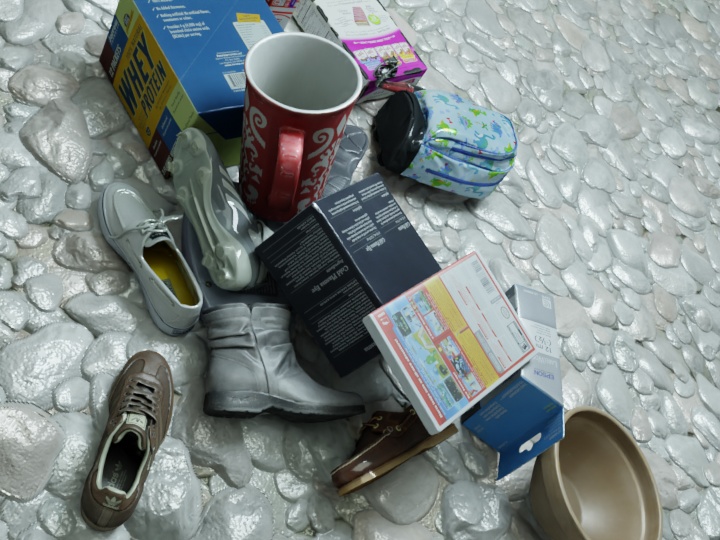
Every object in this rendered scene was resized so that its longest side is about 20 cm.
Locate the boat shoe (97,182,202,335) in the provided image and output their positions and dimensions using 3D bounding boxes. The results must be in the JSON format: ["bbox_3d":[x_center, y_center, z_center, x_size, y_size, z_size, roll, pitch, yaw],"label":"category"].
[{"bbox_3d":[-0.236,-0.030,1.020,0.074,0.086,0.203,-14,68,-38],"label":"boat shoe"}]

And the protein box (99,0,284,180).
[{"bbox_3d":[-0.197,-0.254,1.168,0.198,0.135,0.201,-19,70,-39],"label":"protein box"}]

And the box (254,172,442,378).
[{"bbox_3d":[0.000,0.000,1.079,0.183,0.104,0.200,55,28,1],"label":"box"}]

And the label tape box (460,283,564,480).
[{"bbox_3d":[0.186,0.140,1.126,0.066,0.143,0.201,19,51,-17],"label":"label tape box"}]

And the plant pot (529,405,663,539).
[{"bbox_3d":[0.277,0.278,1.112,0.200,0.093,0.202,22,52,-31],"label":"plant pot"}]

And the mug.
[{"bbox_3d":[-0.095,-0.149,1.056,0.133,0.201,0.178,32,52,9],"label":"mug"}]

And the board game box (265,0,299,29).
[{"bbox_3d":[-0.162,-0.420,1.296,0.046,0.152,0.201,-6,61,-35],"label":"board game box"}]

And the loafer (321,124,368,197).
[{"bbox_3d":[-0.047,-0.122,1.221,0.072,0.063,0.200,30,49,4],"label":"loafer"}]

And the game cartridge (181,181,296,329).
[{"bbox_3d":[-0.153,-0.022,1.103,0.132,0.040,0.201,10,54,-31],"label":"game cartridge"}]

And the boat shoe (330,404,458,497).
[{"bbox_3d":[0.032,0.197,1.043,0.199,0.070,0.071,-19,77,-48],"label":"boat shoe"}]

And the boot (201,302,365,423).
[{"bbox_3d":[-0.082,0.102,1.017,0.199,0.070,0.133,10,69,-28],"label":"boot"}]

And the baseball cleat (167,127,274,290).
[{"bbox_3d":[-0.161,-0.070,1.060,0.106,0.069,0.202,-2,73,-55],"label":"baseball cleat"}]

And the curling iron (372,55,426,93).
[{"bbox_3d":[0.073,-0.287,1.384,0.026,0.050,0.200,50,18,19],"label":"curling iron"}]

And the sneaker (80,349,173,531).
[{"bbox_3d":[-0.223,0.160,0.903,0.070,0.076,0.201,21,51,-18],"label":"sneaker"}]

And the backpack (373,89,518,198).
[{"bbox_3d":[0.137,-0.188,1.342,0.199,0.154,0.164,31,31,-26],"label":"backpack"}]

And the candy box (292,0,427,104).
[{"bbox_3d":[-0.004,-0.367,1.419,0.136,0.061,0.201,-21,72,-39],"label":"candy box"}]

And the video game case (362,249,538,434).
[{"bbox_3d":[0.106,0.074,0.999,0.199,0.017,0.144,-28,86,-42],"label":"video game case"}]
